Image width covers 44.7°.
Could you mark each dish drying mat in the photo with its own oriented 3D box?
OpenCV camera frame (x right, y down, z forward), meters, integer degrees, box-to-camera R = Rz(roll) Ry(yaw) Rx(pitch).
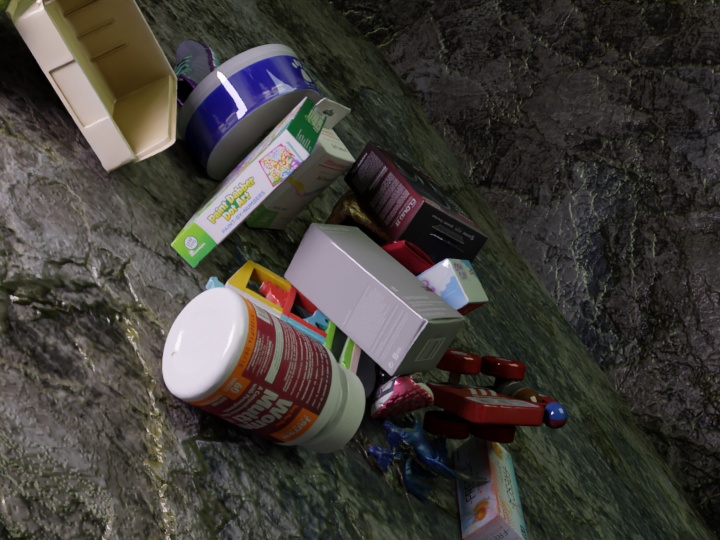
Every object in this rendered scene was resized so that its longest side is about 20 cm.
[{"bbox_3d":[0.000,0.000,1.191,0.076,0.197,0.019,35,49,-41],"label":"dish drying mat"}]

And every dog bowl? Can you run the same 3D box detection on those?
[{"bbox_3d":[-0.153,-0.219,1.228,0.079,0.199,0.200,54,17,10],"label":"dog bowl"}]

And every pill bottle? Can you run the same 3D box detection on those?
[{"bbox_3d":[-0.089,0.106,0.861,0.199,0.109,0.110,35,22,-41],"label":"pill bottle"}]

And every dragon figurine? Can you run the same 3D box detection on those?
[{"bbox_3d":[0.082,0.245,1.101,0.200,0.059,0.100,43,18,-21],"label":"dragon figurine"}]

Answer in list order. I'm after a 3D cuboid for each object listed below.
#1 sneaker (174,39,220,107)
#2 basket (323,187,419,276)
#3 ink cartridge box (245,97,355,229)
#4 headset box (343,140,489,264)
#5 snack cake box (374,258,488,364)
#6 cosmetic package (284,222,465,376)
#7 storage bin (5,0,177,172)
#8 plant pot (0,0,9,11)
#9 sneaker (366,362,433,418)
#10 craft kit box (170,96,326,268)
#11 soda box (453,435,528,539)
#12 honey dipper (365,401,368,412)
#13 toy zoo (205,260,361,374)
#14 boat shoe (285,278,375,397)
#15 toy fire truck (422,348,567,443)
[{"bbox_3d":[-0.261,-0.299,1.348,0.087,0.074,0.202,21,34,-49],"label":"sneaker"},{"bbox_3d":[0.021,-0.006,1.317,0.198,0.144,0.149,35,15,-9],"label":"basket"},{"bbox_3d":[-0.085,-0.149,1.257,0.068,0.199,0.117,52,17,12],"label":"ink cartridge box"},{"bbox_3d":[0.083,-0.085,1.269,0.147,0.078,0.201,24,19,-39],"label":"headset box"},{"bbox_3d":[0.066,0.062,1.197,0.068,0.198,0.115,63,19,13],"label":"snack cake box"},{"bbox_3d":[0.015,0.032,1.049,0.200,0.091,0.106,43,22,26],"label":"cosmetic package"},{"bbox_3d":[-0.295,-0.248,0.992,0.200,0.092,0.202,-107,173,-54],"label":"storage bin"},{"bbox_3d":[-0.410,-0.321,0.864,0.186,0.185,0.203,34,38,-43],"label":"plant pot"},{"bbox_3d":[0.042,0.143,1.101,0.200,0.079,0.076,109,-31,-82],"label":"sneaker"},{"bbox_3d":[-0.130,-0.113,1.069,0.048,0.197,0.201,42,17,-12],"label":"craft kit box"},{"bbox_3d":[0.176,0.309,1.206,0.068,0.063,0.201,45,18,-15],"label":"soda box"},{"bbox_3d":[-0.035,0.099,1.147,0.038,0.038,0.202,25,32,-54],"label":"honey dipper"},{"bbox_3d":[-0.089,0.060,1.018,0.198,0.021,0.132,31,30,-9],"label":"toy zoo"},{"bbox_3d":[-0.044,0.086,1.106,0.068,0.057,0.202,-2,51,-40],"label":"boat shoe"},{"bbox_3d":[0.186,0.180,1.170,0.197,0.115,0.167,10,2,-30],"label":"toy fire truck"}]
